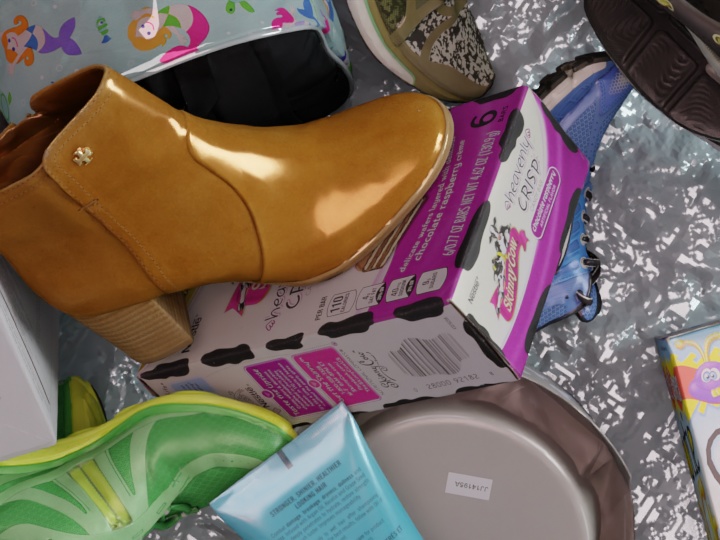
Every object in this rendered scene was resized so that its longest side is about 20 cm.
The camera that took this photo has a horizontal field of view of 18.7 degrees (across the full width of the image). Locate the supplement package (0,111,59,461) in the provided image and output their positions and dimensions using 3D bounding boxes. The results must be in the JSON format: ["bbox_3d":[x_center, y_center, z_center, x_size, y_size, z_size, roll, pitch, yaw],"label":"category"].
[{"bbox_3d":[-0.214,-0.001,1.064,0.109,0.201,0.114,-16,122,3],"label":"supplement package"}]

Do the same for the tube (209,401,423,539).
[{"bbox_3d":[0.016,0.161,1.041,0.077,0.050,0.201,-39,110,-9],"label":"tube"}]

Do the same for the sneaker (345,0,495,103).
[{"bbox_3d":[0.033,-0.170,1.083,0.088,0.077,0.201,-11,125,30],"label":"sneaker"}]

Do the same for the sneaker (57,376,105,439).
[{"bbox_3d":[-0.176,0.152,1.125,0.083,0.074,0.202,13,90,0],"label":"sneaker"}]

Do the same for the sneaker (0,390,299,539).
[{"bbox_3d":[-0.121,0.115,1.037,0.198,0.074,0.084,-15,58,4],"label":"sneaker"}]

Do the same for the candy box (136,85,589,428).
[{"bbox_3d":[0.000,0.000,1.048,0.199,0.137,0.061,-16,129,39],"label":"candy box"}]

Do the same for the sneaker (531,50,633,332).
[{"bbox_3d":[0.092,-0.020,1.123,0.089,0.079,0.201,28,99,-3],"label":"sneaker"}]

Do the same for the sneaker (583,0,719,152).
[{"bbox_3d":[0.189,-0.071,1.092,0.200,0.115,0.076,41,79,13],"label":"sneaker"}]

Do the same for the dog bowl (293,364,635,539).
[{"bbox_3d":[0.045,0.130,1.098,0.198,0.059,0.202,1,108,3],"label":"dog bowl"}]

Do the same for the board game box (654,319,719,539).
[{"bbox_3d":[0.222,0.117,1.089,0.102,0.105,0.202,-15,87,4],"label":"board game box"}]

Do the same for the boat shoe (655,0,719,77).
[{"bbox_3d":[0.153,-0.157,1.029,0.072,0.061,0.201,-41,73,-9],"label":"boat shoe"}]

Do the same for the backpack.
[{"bbox_3d":[-0.100,-0.118,1.069,0.176,0.200,0.152,-21,87,4],"label":"backpack"}]

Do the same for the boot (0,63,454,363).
[{"bbox_3d":[-0.069,-0.048,0.972,0.200,0.144,0.071,-34,44,8],"label":"boot"}]
